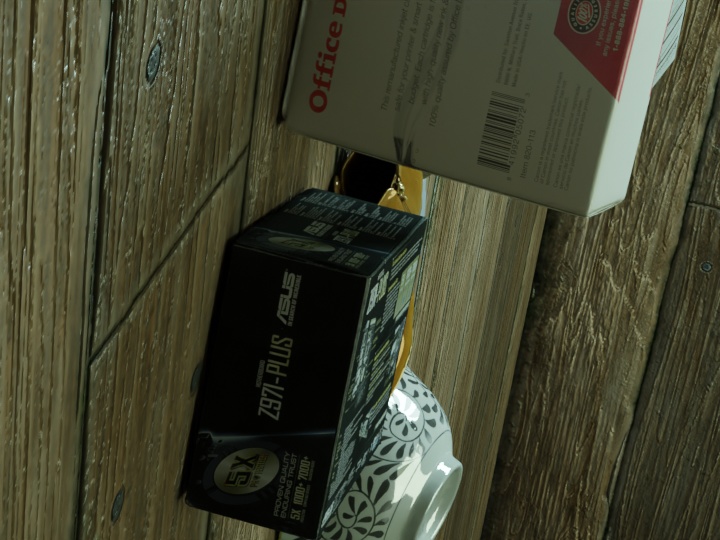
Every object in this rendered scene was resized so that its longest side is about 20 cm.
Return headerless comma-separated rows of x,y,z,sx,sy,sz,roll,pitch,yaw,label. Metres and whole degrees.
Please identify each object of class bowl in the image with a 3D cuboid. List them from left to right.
0.021,0.174,1.559,0.201,0.094,0.201,-55,161,-29,bowl

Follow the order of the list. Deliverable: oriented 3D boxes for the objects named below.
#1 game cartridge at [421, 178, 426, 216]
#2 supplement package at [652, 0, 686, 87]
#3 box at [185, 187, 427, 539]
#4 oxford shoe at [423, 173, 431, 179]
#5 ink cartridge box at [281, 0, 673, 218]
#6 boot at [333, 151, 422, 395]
0.015,0.017,1.603,0.134,0.040,0.201,97,10,-57,game cartridge
0.108,-0.209,1.261,0.147,0.190,0.201,-51,156,-39,supplement package
-0.030,0.051,1.202,0.200,0.085,0.165,-46,149,-73,box
0.059,-0.150,1.588,0.075,0.070,0.201,-48,-166,42,oxford shoe
0.069,-0.131,1.138,0.083,0.198,0.148,-20,125,-66,ink cartridge box
0.001,0.000,1.420,0.144,0.070,0.203,51,50,-72,boot
